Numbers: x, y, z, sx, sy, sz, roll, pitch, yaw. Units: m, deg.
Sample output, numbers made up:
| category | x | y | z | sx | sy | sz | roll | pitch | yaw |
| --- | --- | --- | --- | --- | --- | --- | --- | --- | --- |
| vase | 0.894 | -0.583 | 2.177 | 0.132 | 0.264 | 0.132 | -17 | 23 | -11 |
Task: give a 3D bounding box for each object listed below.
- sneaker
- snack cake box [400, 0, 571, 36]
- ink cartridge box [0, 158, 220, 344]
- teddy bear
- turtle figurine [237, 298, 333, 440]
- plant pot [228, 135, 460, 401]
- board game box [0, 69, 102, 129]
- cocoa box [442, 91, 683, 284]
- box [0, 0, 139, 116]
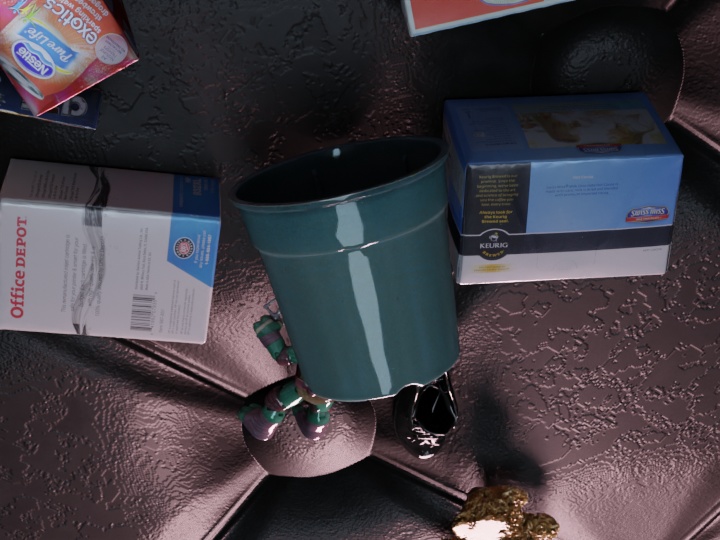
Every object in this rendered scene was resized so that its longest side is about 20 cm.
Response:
| category | x | y | z | sx | sy | sz | roll | pitch | yaw |
| --- | --- | --- | --- | --- | --- | --- | --- | --- | --- |
| sneaker | 0.068 | 0.145 | 1.383 | 0.060 | 0.104 | 0.200 | -5 | 124 | -4 |
| snack cake box | 0.126 | -0.284 | 1.124 | 0.200 | 0.067 | 0.115 | -12 | 126 | 1 |
| ink cartridge box | -0.239 | -0.017 | 1.248 | 0.200 | 0.084 | 0.145 | 5 | 123 | -10 |
| teddy bear | 0.163 | 0.315 | 1.543 | 0.145 | 0.067 | 0.200 | -28 | 129 | 23 |
| turtle figurine | -0.042 | 0.093 | 1.344 | 0.150 | 0.101 | 0.200 | 18 | 126 | -18 |
| plant pot | 0.000 | 0.000 | 1.191 | 0.200 | 0.200 | 0.196 | -12 | 108 | 1 |
| board game box | -0.322 | -0.155 | 1.116 | 0.200 | 0.135 | 0.035 | 10 | 95 | -13 |
| cocoa box | 0.180 | -0.079 | 1.228 | 0.200 | 0.133 | 0.131 | -3 | 124 | -5 |
| box | -0.247 | -0.217 | 1.039 | 0.095 | 0.200 | 0.100 | -28 | 123 | 1 |
